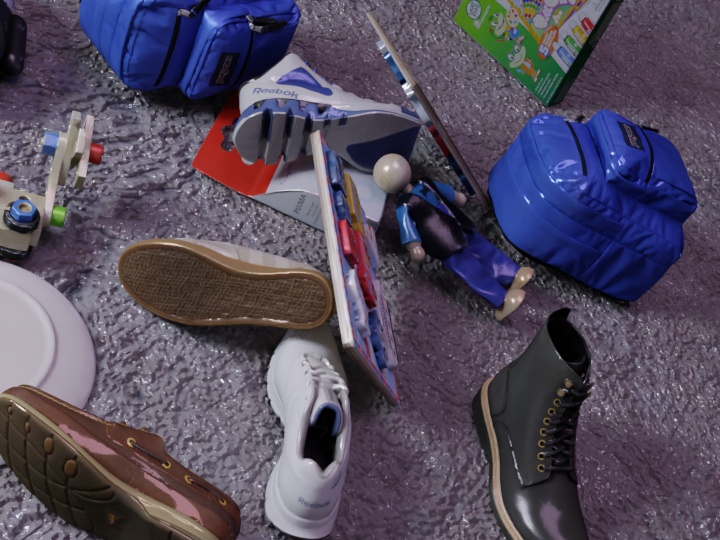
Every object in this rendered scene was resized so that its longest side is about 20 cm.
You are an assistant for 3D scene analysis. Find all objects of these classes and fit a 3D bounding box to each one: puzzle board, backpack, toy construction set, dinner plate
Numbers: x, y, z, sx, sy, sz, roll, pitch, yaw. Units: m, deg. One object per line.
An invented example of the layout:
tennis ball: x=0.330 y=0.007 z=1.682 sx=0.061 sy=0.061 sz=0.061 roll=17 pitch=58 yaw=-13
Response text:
puzzle board: x=0.000 y=0.000 z=0.853 sx=0.017 sy=0.151 sz=0.203 roll=-15 pitch=62 yaw=11
backpack: x=0.248 y=-0.089 z=1.074 sx=0.198 sy=0.169 sz=0.164 roll=18 pitch=35 yaw=-21
backpack: x=-0.175 y=-0.271 z=1.013 sx=0.198 sy=0.163 sz=0.168 roll=-16 pitch=57 yaw=-40
puzzle board: x=0.072 y=-0.174 z=1.075 sx=0.200 sy=0.017 sz=0.152 roll=51 pitch=10 yaw=-45
toy construction set: x=-0.319 y=-0.083 z=0.826 sx=0.197 sy=0.093 sz=0.132 roll=2 pitch=47 yaw=-12
dinner plate: x=-0.300 y=0.058 z=0.742 sx=0.197 sy=0.024 sz=0.202 roll=15 pitch=44 yaw=-14

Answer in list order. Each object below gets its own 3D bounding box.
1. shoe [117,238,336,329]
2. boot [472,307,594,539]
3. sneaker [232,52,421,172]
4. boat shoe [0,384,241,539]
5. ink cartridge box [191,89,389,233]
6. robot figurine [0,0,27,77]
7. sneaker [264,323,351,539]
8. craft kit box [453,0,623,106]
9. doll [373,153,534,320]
shoe: x=-0.112 y=0.013 z=0.842 sx=0.197 sy=0.071 sz=0.053 roll=11 pitch=11 yaw=11
boot: x=0.164 y=0.147 z=0.822 sx=0.076 sy=0.139 sz=0.202 roll=0 pitch=50 yaw=-28
sneaker: x=-0.039 y=-0.170 z=1.001 sx=0.196 sy=0.081 sz=0.116 roll=2 pitch=49 yaw=-21
boat shoe: x=-0.172 y=0.145 z=0.695 sx=0.199 sy=0.072 sz=0.068 roll=36 pitch=36 yaw=-2
ink cartridge box: x=-0.059 y=-0.126 z=1.033 sx=0.198 sy=0.047 sz=0.161 roll=26 pitch=42 yaw=-7
robot figurine: x=-0.390 y=-0.259 z=0.923 sx=0.123 sy=0.151 sz=0.202 roll=-3 pitch=49 yaw=-9
sneaker: x=-0.032 y=0.111 z=0.788 sx=0.073 sy=0.088 sz=0.202 roll=10 pitch=44 yaw=-16
craft kit box: x=0.239 y=-0.362 z=1.314 sx=0.048 sy=0.201 sz=0.198 roll=-21 pitch=60 yaw=-39
doll: x=0.089 y=-0.043 z=1.005 sx=0.200 sy=0.048 sz=0.137 roll=42 pitch=41 yaw=-7
